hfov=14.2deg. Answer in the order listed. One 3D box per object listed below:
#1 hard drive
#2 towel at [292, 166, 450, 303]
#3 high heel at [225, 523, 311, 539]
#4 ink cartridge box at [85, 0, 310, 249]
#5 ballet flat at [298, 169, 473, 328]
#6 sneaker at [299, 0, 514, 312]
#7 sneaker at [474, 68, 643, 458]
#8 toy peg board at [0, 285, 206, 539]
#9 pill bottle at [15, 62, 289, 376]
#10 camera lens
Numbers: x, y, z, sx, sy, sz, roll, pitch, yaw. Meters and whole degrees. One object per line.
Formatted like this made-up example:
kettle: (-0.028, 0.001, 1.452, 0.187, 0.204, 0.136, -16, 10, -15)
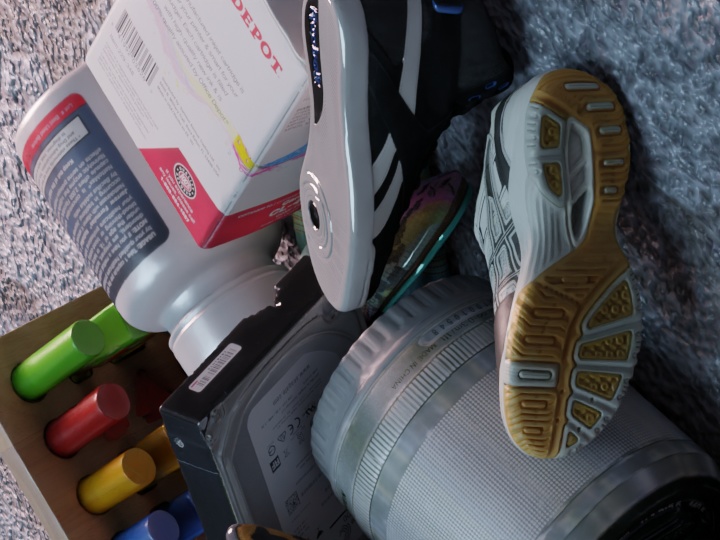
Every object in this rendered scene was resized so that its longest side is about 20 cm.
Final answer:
hard drive: (-0.035, 0.111, 1.651, 0.038, 0.140, 0.201, 18, 139, 35)
towel: (0.002, -0.041, 1.732, 0.146, 0.022, 0.201, 21, 131, 48)
high heel: (0.000, 0.167, 1.646, 0.071, 0.200, 0.143, -42, 93, 24)
ink cartridge box: (-0.066, -0.128, 1.666, 0.148, 0.085, 0.200, 59, 145, 15)
ballet flat: (0.000, 0.000, 1.671, 0.071, 0.069, 0.200, 30, 142, 1)
sneaker: (0.030, -0.072, 1.555, 0.073, 0.111, 0.201, -129, 32, -49)
sneaker: (0.098, -0.002, 1.516, 0.088, 0.075, 0.202, 175, 101, -66)
toy peg board: (-0.125, 0.094, 1.893, 0.098, 0.200, 0.200, -35, 85, 47)
pill bottle: (-0.119, -0.031, 1.821, 0.201, 0.119, 0.120, 56, 152, 17)
camera lens: (0.089, 0.117, 1.586, 0.200, 0.159, 0.161, 42, 147, 31)
